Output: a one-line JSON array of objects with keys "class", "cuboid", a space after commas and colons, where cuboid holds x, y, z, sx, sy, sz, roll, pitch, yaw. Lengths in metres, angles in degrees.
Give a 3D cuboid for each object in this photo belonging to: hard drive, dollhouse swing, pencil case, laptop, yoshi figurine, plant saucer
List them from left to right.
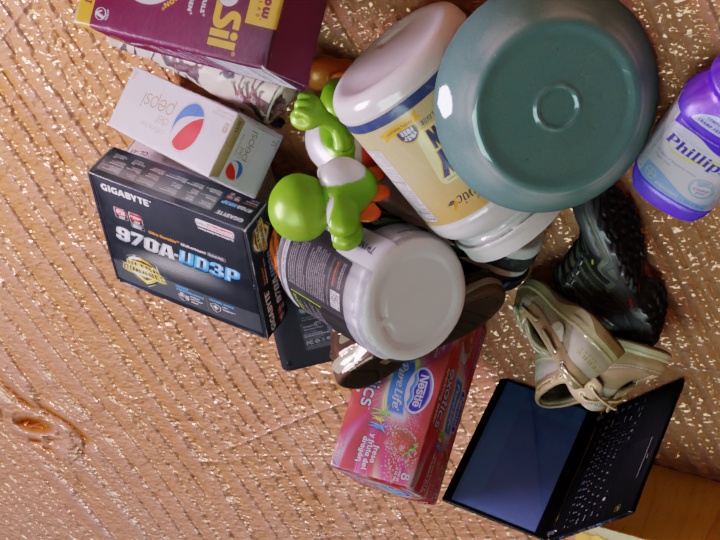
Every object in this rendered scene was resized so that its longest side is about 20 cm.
[{"class": "pencil case", "cuboid": [-0.148, -0.212, 1.556, 0.198, 0.078, 0.089, 28, 178, 8]}, {"class": "yoshi figurine", "cuboid": [-0.041, -0.101, 1.497, 0.112, 0.202, 0.112, -35, 129, 31]}, {"class": "hard drive", "cuboid": [-0.034, 0.013, 1.707, 0.138, 0.033, 0.201, -13, 132, -2]}, {"class": "plant saucer", "cuboid": [0.161, -0.140, 1.357, 0.197, 0.036, 0.203, -3, 110, -9]}, {"class": "laptop", "cuboid": [0.208, 0.175, 1.660, 0.103, 0.178, 0.199, 41, 142, -14]}, {"class": "dollhouse swing", "cuboid": [0.297, 0.308, 1.766, 0.198, 0.182, 0.178, 14, 119, 21]}]

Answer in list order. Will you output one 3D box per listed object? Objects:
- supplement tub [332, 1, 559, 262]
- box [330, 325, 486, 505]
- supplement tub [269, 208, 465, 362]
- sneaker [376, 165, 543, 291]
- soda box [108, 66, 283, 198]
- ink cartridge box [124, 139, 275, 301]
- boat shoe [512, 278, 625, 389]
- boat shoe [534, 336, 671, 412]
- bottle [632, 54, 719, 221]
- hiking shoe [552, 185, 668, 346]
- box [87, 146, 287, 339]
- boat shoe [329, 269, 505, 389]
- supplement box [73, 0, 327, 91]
[{"class": "supplement tub", "cuboid": [0.086, -0.120, 1.446, 0.144, 0.145, 0.200, -19, 121, 45]}, {"class": "box", "cuboid": [0.052, 0.129, 1.683, 0.094, 0.202, 0.100, 12, 166, 22]}, {"class": "supplement tub", "cuboid": [0.000, 0.000, 1.538, 0.199, 0.122, 0.123, 29, 154, 54]}, {"class": "sneaker", "cuboid": [0.075, -0.034, 1.606, 0.198, 0.073, 0.112, 26, 141, 6]}, {"class": "soda box", "cuboid": [-0.164, -0.137, 1.585, 0.063, 0.069, 0.199, 24, -178, -43]}, {"class": "ink cartridge box", "cuboid": [-0.159, -0.052, 1.736, 0.146, 0.086, 0.201, 12, 137, 24]}, {"class": "boat shoe", "cuboid": [0.185, 0.062, 1.561, 0.073, 0.063, 0.201, 46, 177, -23]}, {"class": "boat shoe", "cuboid": [0.238, 0.107, 1.613, 0.073, 0.067, 0.200, 18, 166, -20]}, {"class": "bottle", "cuboid": [0.301, -0.125, 1.359, 0.083, 0.066, 0.201, 31, 142, 2]}, {"class": "hiking shoe", "cuboid": [0.221, -0.002, 1.540, 0.100, 0.076, 0.201, -2, 132, 31]}, {"class": "box", "cuboid": [-0.174, -0.028, 1.655, 0.198, 0.046, 0.160, 21, 141, 24]}, {"class": "boat shoe", "cuboid": [0.048, 0.040, 1.603, 0.201, 0.076, 0.075, -29, 149, 22]}, {"class": "supplement box", "cuboid": [-0.136, -0.251, 1.443, 0.198, 0.133, 0.103, 15, -179, 19]}]
